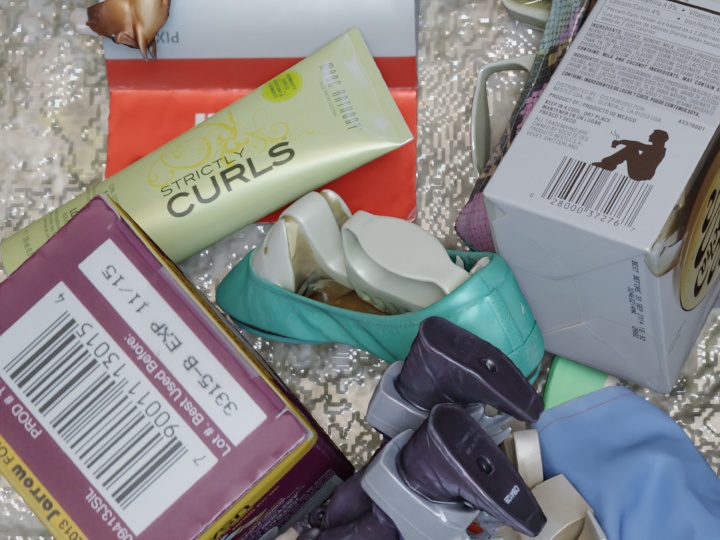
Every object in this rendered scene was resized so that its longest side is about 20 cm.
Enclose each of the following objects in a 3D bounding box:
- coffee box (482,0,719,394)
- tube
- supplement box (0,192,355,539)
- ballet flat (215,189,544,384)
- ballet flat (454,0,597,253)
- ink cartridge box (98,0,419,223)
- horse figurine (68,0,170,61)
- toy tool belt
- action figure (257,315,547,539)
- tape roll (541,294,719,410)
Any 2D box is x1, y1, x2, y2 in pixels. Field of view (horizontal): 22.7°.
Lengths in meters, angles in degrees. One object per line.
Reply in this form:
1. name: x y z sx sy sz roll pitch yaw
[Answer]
1. coffee box: 0.137 -0.065 0.780 0.079 0.113 0.201 20 63 25
2. tube: -0.075 -0.041 0.845 0.199 0.052 0.058 -29 96 7
3. supplement box: -0.085 0.066 0.763 0.103 0.200 0.131 -42 80 -4
4. ballet flat: 0.000 0.000 0.787 0.067 0.199 0.071 -34 122 -30
5. ballet flat: 0.092 -0.098 0.853 0.071 0.069 0.201 16 81 27
6. ink cartridge box: -0.051 -0.126 0.872 0.161 0.050 0.202 0 77 5
7. horse figurine: -0.131 -0.214 0.849 0.132 0.050 0.202 17 84 9
8. toy tool belt: 0.100 0.100 0.694 0.124 0.124 0.200 -21 47 -23
9. action figure: -0.012 0.111 0.672 0.069 0.130 0.200 38 125 -6
10. tape roll: 0.179 0.082 0.818 0.199 0.048 0.202 -1 80 4
